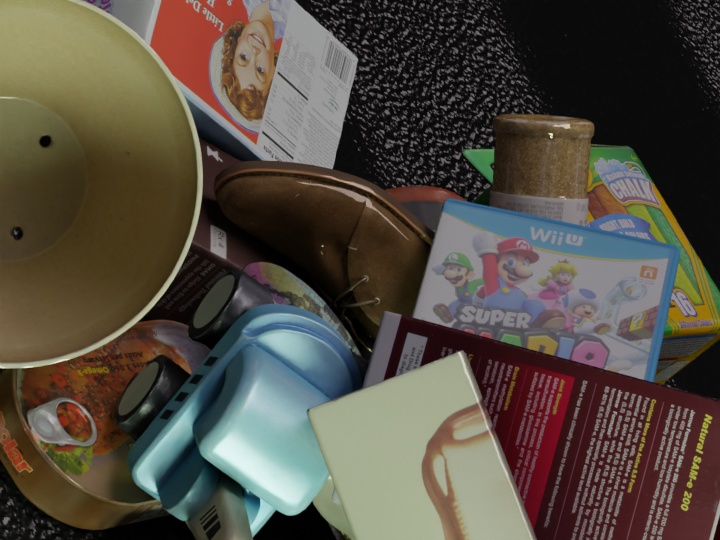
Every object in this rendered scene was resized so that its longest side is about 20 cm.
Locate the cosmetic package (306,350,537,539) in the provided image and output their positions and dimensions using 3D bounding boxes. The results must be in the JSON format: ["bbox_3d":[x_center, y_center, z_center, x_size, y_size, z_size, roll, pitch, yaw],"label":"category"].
[{"bbox_3d":[0.048,0.149,1.417,0.103,0.087,0.200,53,15,-87],"label":"cosmetic package"}]

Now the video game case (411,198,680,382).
[{"bbox_3d":[0.096,0.051,1.594,0.143,0.018,0.200,12,52,6],"label":"video game case"}]

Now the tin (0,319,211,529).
[{"bbox_3d":[-0.128,0.087,1.579,0.200,0.042,0.112,-5,56,-53],"label":"tin"}]

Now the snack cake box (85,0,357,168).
[{"bbox_3d":[-0.090,-0.127,1.741,0.200,0.067,0.115,40,56,-46],"label":"snack cake box"}]

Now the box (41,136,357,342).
[{"bbox_3d":[-0.097,-0.017,1.696,0.200,0.075,0.100,30,36,-31],"label":"box"}]

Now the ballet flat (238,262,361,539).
[{"bbox_3d":[-0.022,0.089,1.623,0.200,0.069,0.071,61,27,-5],"label":"ballet flat"}]

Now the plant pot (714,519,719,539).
[{"bbox_3d":[0.146,0.226,1.637,0.200,0.176,0.200,24,40,-34],"label":"plant pot"}]

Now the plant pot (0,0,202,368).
[{"bbox_3d":[-0.193,-0.050,1.533,0.200,0.200,0.134,44,-6,-8],"label":"plant pot"}]

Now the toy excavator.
[{"bbox_3d":[-0.071,0.116,1.477,0.100,0.195,0.200,38,6,-19],"label":"toy excavator"}]

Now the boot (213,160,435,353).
[{"bbox_3d":[0.000,0.000,1.660,0.200,0.074,0.076,26,57,-15],"label":"boot"}]

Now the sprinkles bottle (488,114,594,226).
[{"bbox_3d":[0.113,0.000,1.832,0.068,0.068,0.201,-4,99,-53],"label":"sprinkles bottle"}]

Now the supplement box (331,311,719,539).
[{"bbox_3d":[0.096,0.099,1.497,0.199,0.109,0.061,16,-4,7],"label":"supplement box"}]

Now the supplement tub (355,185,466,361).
[{"bbox_3d":[0.043,0.051,1.762,0.107,0.107,0.200,23,40,-36],"label":"supplement tub"}]

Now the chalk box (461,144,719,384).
[{"bbox_3d":[0.142,-0.009,1.931,0.124,0.124,0.200,-5,60,-53],"label":"chalk box"}]
